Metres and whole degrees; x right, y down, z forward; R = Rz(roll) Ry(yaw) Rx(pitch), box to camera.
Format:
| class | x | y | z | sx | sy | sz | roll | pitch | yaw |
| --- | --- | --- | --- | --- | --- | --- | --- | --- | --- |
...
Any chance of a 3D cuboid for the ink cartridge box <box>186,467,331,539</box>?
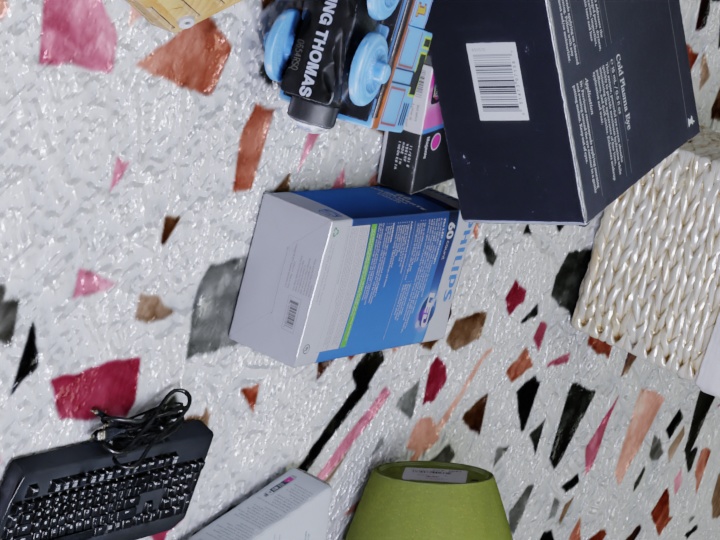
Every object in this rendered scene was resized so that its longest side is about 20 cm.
| class | x | y | z | sx | sy | sz | roll | pitch | yaw |
| --- | --- | --- | --- | --- | --- | --- | --- | --- | --- |
| ink cartridge box | -0.100 | 0.262 | 1.531 | 0.200 | 0.043 | 0.197 | -28 | 133 | -48 |

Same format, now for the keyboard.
| class | x | y | z | sx | sy | sz | roll | pitch | yaw |
| --- | --- | --- | --- | --- | --- | --- | --- | --- | --- |
| keyboard | -0.148 | 0.133 | 1.359 | 0.200 | 0.039 | 0.105 | -9 | 118 | -59 |

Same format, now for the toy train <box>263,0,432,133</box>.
| class | x | y | z | sx | sy | sz | roll | pitch | yaw |
| --- | --- | --- | --- | --- | --- | --- | --- | --- | --- |
| toy train | 0.004 | -0.181 | 1.366 | 0.114 | 0.086 | 0.201 | -2 | 109 | -69 |

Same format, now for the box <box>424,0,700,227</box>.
| class | x | y | z | sx | sy | sz | roll | pitch | yaw |
| --- | --- | --- | --- | --- | --- | --- | --- | --- | --- |
| box | 0.139 | -0.156 | 1.528 | 0.182 | 0.104 | 0.201 | -34 | 119 | -48 |

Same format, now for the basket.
| class | x | y | z | sx | sy | sz | roll | pitch | yaw |
| --- | --- | --- | --- | --- | --- | --- | --- | --- | --- |
| basket | 0.310 | -0.013 | 1.928 | 0.198 | 0.160 | 0.201 | -8 | 115 | -58 |

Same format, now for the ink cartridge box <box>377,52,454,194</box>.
| class | x | y | z | sx | sy | sz | roll | pitch | yaw |
| --- | --- | --- | --- | --- | --- | --- | --- | --- | --- |
| ink cartridge box | 0.083 | -0.122 | 1.593 | 0.200 | 0.037 | 0.095 | -24 | 129 | -55 |

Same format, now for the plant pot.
| class | x | y | z | sx | sy | sz | roll | pitch | yaw |
| --- | --- | --- | --- | --- | --- | --- | --- | --- | --- |
| plant pot | 0.049 | 0.251 | 1.670 | 0.187 | 0.186 | 0.201 | -7 | 100 | -59 |

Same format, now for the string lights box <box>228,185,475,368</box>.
| class | x | y | z | sx | sy | sz | roll | pitch | yaw |
| --- | --- | --- | --- | --- | --- | --- | --- | --- | --- |
| string lights box | 0.000 | 0.000 | 1.503 | 0.200 | 0.059 | 0.103 | -7 | 116 | -59 |

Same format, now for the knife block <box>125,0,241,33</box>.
| class | x | y | z | sx | sy | sz | roll | pitch | yaw |
| --- | --- | --- | --- | --- | --- | --- | --- | --- | --- |
| knife block | -0.062 | -0.251 | 1.237 | 0.199 | 0.176 | 0.064 | -24 | 153 | 14 |
